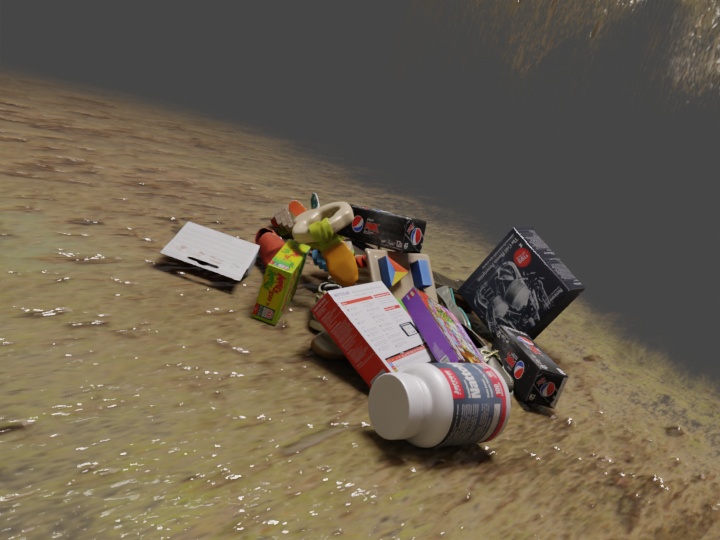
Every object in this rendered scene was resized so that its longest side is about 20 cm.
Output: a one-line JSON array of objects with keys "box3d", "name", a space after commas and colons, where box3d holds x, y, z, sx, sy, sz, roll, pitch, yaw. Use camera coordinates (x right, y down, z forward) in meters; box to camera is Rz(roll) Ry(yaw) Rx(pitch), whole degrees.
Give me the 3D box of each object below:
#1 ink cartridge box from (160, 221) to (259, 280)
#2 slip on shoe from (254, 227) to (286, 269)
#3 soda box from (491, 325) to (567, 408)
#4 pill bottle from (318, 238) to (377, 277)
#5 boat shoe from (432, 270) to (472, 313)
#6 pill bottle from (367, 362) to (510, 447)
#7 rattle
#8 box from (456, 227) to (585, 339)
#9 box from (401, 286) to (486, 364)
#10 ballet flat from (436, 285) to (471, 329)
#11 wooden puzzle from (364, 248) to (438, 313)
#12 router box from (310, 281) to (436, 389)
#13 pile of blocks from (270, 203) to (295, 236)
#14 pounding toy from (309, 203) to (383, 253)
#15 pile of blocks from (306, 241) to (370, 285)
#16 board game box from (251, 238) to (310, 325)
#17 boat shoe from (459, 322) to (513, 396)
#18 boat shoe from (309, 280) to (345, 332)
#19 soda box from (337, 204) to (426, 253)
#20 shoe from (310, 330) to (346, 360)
[{"box3d": [-0.294, -0.024, 1.493, 0.160, 0.058, 0.201, 19, 25, -4], "name": "ink cartridge box"}, {"box3d": [-0.188, -0.046, 1.605, 0.061, 0.074, 0.200, 45, 1, -21], "name": "slip on shoe"}, {"box3d": [0.315, 0.181, 1.453, 0.062, 0.072, 0.200, 17, 15, -16], "name": "soda box"}, {"box3d": [0.000, 0.000, 1.629, 0.199, 0.112, 0.110, 31, 19, 33], "name": "pill bottle"}, {"box3d": [0.189, 0.051, 1.773, 0.197, 0.069, 0.072, 18, 24, -13], "name": "boat shoe"}, {"box3d": [0.114, 0.195, 1.114, 0.198, 0.121, 0.119, 6, 21, -40], "name": "pill bottle"}, {"box3d": [-0.069, -0.066, 1.506, 0.143, 0.131, 0.199, 47, -15, -24], "name": "rattle"}, {"box3d": [0.346, 0.040, 1.656, 0.103, 0.201, 0.183, -5, 50, -54], "name": "box"}, {"box3d": [0.161, 0.128, 1.376, 0.136, 0.039, 0.201, 34, 18, -40], "name": "box"}, {"box3d": [0.188, 0.098, 1.646, 0.063, 0.068, 0.201, -11, 26, -2], "name": "ballet flat"}, {"box3d": [0.099, 0.047, 1.507, 0.198, 0.188, 0.046, 6, -23, -45], "name": "wooden puzzle"}, {"box3d": [0.032, 0.108, 1.299, 0.180, 0.049, 0.199, 51, 24, 16], "name": "router box"}, {"box3d": [-0.191, -0.117, 1.909, 0.061, 0.083, 0.200, -24, 7, 3], "name": "pile of blocks"}, {"box3d": [-0.012, -0.064, 1.834, 0.197, 0.145, 0.184, 11, 14, 10], "name": "pounding toy"}, {"box3d": [-0.051, -0.030, 1.544, 0.198, 0.063, 0.082, 27, 62, 32], "name": "pile of blocks"}, {"box3d": [-0.145, 0.017, 1.418, 0.047, 0.103, 0.200, 20, 16, 0], "name": "board game box"}, {"box3d": [0.227, 0.168, 1.442, 0.071, 0.061, 0.202, 10, 19, -30], "name": "boat shoe"}, {"box3d": [-0.050, 0.059, 1.450, 0.074, 0.069, 0.200, 17, 13, -1], "name": "boat shoe"}, {"box3d": [0.040, -0.087, 1.569, 0.063, 0.072, 0.198, 3, 10, -46], "name": "soda box"}, {"box3d": [-0.022, 0.110, 1.347, 0.069, 0.054, 0.199, 27, 17, 24], "name": "shoe"}]
